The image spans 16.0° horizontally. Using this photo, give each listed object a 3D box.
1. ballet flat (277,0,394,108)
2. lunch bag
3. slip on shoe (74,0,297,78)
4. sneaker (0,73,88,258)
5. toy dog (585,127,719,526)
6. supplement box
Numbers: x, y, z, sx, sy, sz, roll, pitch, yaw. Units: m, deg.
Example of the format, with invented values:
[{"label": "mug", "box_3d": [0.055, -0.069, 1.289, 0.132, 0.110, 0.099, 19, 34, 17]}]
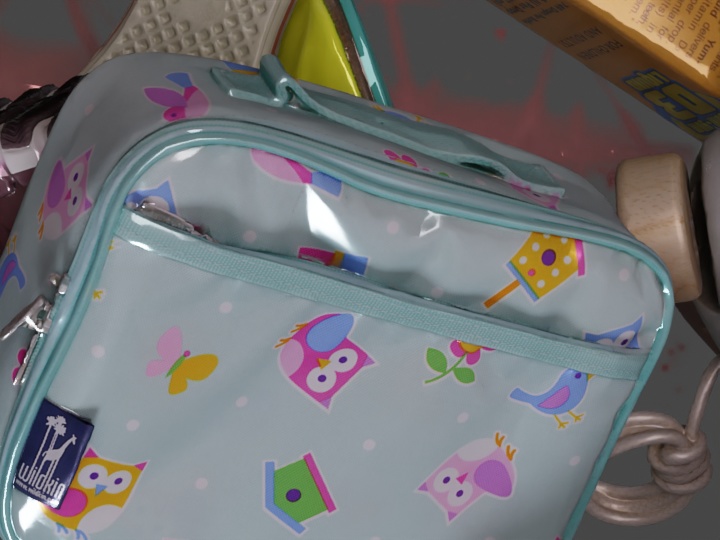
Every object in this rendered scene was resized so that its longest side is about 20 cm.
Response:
[{"label": "ballet flat", "box_3d": [0.000, 0.000, 0.858, 0.067, 0.067, 0.200, -23, 121, 2]}, {"label": "lunch bag", "box_3d": [-0.015, 0.023, 0.767, 0.200, 0.077, 0.160, 14, 115, -27]}, {"label": "slip on shoe", "box_3d": [-0.059, -0.064, 0.873, 0.074, 0.061, 0.200, 26, 95, 11]}, {"label": "sneaker", "box_3d": [-0.107, 0.004, 0.832, 0.200, 0.076, 0.116, -11, 105, 24]}, {"label": "toy dog", "box_3d": [0.144, 0.004, 0.883, 0.132, 0.200, 0.096, 8, 51, 0]}, {"label": "supplement box", "box_3d": [0.113, -0.096, 0.910, 0.200, 0.067, 0.069, 30, 82, -10]}]
